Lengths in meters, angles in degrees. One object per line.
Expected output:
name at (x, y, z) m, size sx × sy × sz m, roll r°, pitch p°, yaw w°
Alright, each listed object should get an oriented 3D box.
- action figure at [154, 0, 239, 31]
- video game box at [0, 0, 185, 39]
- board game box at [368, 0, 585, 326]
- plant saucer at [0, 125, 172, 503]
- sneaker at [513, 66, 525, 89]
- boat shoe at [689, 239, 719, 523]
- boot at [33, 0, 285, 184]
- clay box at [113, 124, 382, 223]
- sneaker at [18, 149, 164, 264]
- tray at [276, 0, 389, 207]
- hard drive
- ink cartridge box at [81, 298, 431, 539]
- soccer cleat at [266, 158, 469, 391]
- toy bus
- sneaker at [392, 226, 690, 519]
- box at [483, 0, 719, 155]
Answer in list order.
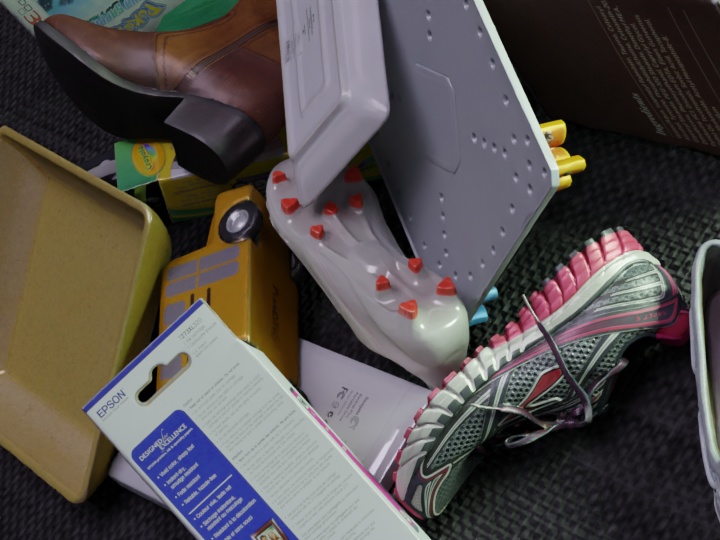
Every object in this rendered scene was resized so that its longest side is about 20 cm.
action figure at (-0.089, -0.186, 1.382) m, size 0.199 × 0.055 × 0.119 m, roll -23°, pitch 49°, yaw 28°
video game box at (-0.186, -0.254, 1.408) m, size 0.199 × 0.182 × 0.047 m, roll -32°, pitch 49°, yaw 11°
board game box at (0.054, -0.091, 1.097) m, size 0.026 × 0.200 × 0.201 m, roll -14°, pitch 68°, yaw -20°
plant saucer at (-0.197, 0.025, 1.256) m, size 0.200 × 0.048 × 0.201 m, roll 28°, pitch 108°, yaw 45°
sneaker at (0.106, -0.168, 1.235) m, size 0.199 × 0.075 × 0.107 m, roll -28°, pitch 86°, yaw -14°
boat shoe at (0.208, 0.077, 0.978) m, size 0.074 × 0.065 × 0.203 m, roll -19°, pitch 50°, yaw 22°
boot at (-0.094, -0.169, 1.252) m, size 0.188 × 0.069 × 0.200 m, roll 26°, pitch 60°, yaw 29°
clay box at (-0.066, -0.101, 1.266) m, size 0.198 × 0.048 × 0.115 m, roll -12°, pitch 50°, yaw 3°
sneaker at (-0.188, -0.032, 1.345) m, size 0.199 × 0.072 × 0.083 m, roll -18°, pitch 84°, yaw 18°
tray at (-0.025, -0.149, 1.152) m, size 0.107 × 0.022 × 0.201 m, roll -46°, pitch 41°, yaw 48°
hard drive at (-0.054, 0.106, 1.163) m, size 0.199 × 0.027 × 0.132 m, roll 19°, pitch 71°, yaw 41°
ink cartridge box at (-0.054, 0.119, 1.055) m, size 0.095 × 0.200 × 0.037 m, roll -42°, pitch 2°, yaw 5°
soccer cleat at (0.000, 0.000, 1.157) m, size 0.069 × 0.078 × 0.200 m, roll -25°, pitch 45°, yaw -18°
toy bus at (-0.080, 0.048, 1.160) m, size 0.078 × 0.065 × 0.201 m, roll -20°, pitch 50°, yaw 23°
sneaker at (0.097, 0.068, 1.057) m, size 0.200 × 0.081 × 0.075 m, roll -45°, pitch 74°, yaw 8°
box at (0.192, -0.183, 1.108) m, size 0.199 × 0.164 × 0.167 m, roll 17°, pitch 69°, yaw 41°
